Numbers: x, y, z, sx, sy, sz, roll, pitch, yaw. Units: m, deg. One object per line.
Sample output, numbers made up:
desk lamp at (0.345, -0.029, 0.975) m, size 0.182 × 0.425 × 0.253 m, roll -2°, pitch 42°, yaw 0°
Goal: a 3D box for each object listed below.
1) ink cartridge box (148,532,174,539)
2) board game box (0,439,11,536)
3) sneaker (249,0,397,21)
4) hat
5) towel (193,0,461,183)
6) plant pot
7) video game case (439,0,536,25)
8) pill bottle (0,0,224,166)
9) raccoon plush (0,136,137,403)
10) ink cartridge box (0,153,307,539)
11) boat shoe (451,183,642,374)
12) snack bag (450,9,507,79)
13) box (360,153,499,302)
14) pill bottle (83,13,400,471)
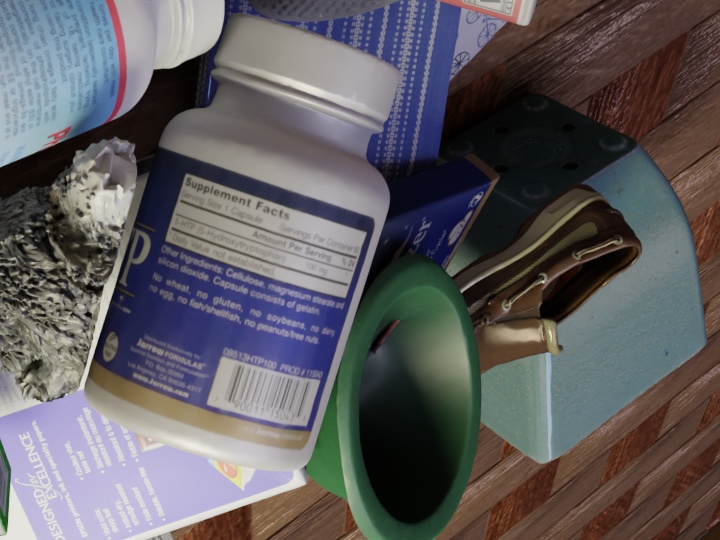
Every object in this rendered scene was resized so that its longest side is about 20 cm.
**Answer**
ink cartridge box at (-0.235, 0.236, 1.034) m, size 0.199 × 0.084 × 0.144 m, roll -23°, pitch 175°, yaw -37°
board game box at (-0.279, 0.082, 0.724) m, size 0.198 × 0.041 × 0.154 m, roll -3°, pitch 145°, yaw -4°
sneaker at (0.017, -0.211, 0.827) m, size 0.198 × 0.105 × 0.075 m, roll -22°, pitch 165°, yaw -11°
hat at (-0.035, 0.085, 0.934) m, size 0.166 × 0.174 × 0.202 m, roll -43°, pitch 128°, yaw -48°
towel at (-0.017, -0.121, 0.886) m, size 0.199 × 0.024 × 0.146 m, roll -5°, pitch 108°, yaw -44°
plant pot at (0.139, -0.016, 1.184) m, size 0.195 × 0.195 × 0.202 m, roll -31°, pitch 133°, yaw -27°
video game case at (-0.004, -0.196, 0.697) m, size 0.144 × 0.198 × 0.018 m, roll 98°, pitch 12°, yaw -52°
pill bottle at (-0.162, -0.104, 0.672) m, size 0.199 × 0.109 × 0.109 m, roll -27°, pitch 149°, yaw -32°
raccoon plush at (-0.184, -0.020, 0.717) m, size 0.133 × 0.097 × 0.201 m, roll 12°, pitch 138°, yaw -13°
ink cartridge box at (-0.153, 0.058, 0.838) m, size 0.198 × 0.043 × 0.200 m, roll -19°, pitch 108°, yaw 1°
boat shoe at (0.104, 0.028, 1.016) m, size 0.202 × 0.075 × 0.075 m, roll -43°, pitch 145°, yaw -4°
snack bag at (0.029, -0.165, 0.977) m, size 0.188 × 0.021 × 0.200 m, roll -44°, pitch 155°, yaw -4°
box at (0.000, 0.000, 0.926) m, size 0.199 × 0.032 × 0.122 m, roll -20°, pitch 146°, yaw -51°
pill bottle at (-0.052, -0.015, 0.745) m, size 0.119 × 0.119 × 0.202 m, roll 15°, pitch 93°, yaw -62°
